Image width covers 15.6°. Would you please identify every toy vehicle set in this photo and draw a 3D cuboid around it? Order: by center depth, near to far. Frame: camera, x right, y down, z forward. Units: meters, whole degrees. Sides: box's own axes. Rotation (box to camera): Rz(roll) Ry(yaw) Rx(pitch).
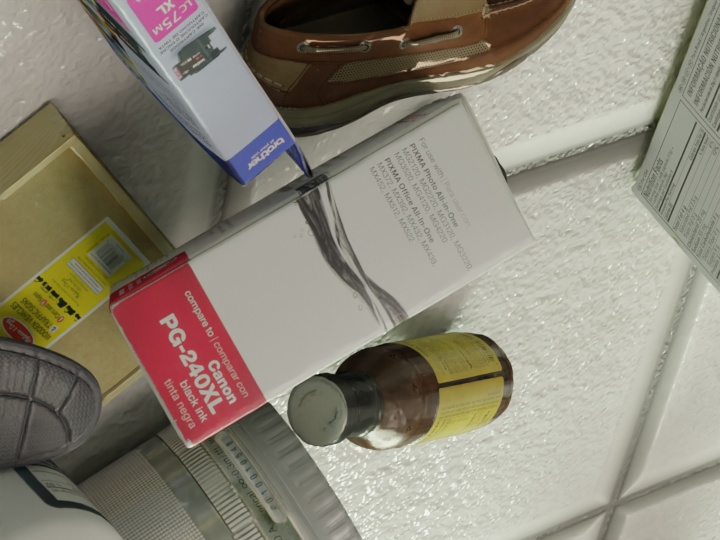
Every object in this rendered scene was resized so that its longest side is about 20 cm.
[{"bbox_3d":[-0.161,0.008,1.370,0.124,0.027,0.200,-38,147,-2],"label":"toy vehicle set"}]

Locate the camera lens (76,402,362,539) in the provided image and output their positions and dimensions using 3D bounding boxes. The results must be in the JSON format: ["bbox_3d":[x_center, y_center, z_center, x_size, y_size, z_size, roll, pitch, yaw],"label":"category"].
[{"bbox_3d":[-0.107,0.182,1.507,0.199,0.160,0.160,-33,146,-10],"label":"camera lens"}]

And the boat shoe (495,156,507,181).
[{"bbox_3d":[0.001,0.002,1.479,0.201,0.074,0.063,-45,144,5],"label":"boat shoe"}]

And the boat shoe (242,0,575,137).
[{"bbox_3d":[0.029,-0.134,1.348,0.199,0.076,0.072,-27,143,-22],"label":"boat shoe"}]

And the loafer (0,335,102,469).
[{"bbox_3d":[-0.227,0.057,1.312,0.199,0.063,0.072,1,110,-33],"label":"loafer"}]

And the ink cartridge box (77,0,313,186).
[{"bbox_3d":[-0.096,-0.115,1.204,0.042,0.119,0.200,-42,148,-3],"label":"ink cartridge box"}]

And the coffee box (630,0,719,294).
[{"bbox_3d":[0.317,-0.079,1.578,0.199,0.198,0.201,-17,143,-31],"label":"coffee box"}]

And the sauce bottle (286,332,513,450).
[{"bbox_3d":[0.023,0.072,1.555,0.065,0.065,0.200,-52,158,20],"label":"sauce bottle"}]

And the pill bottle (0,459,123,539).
[{"bbox_3d":[-0.184,0.158,1.350,0.119,0.200,0.120,-20,128,-28],"label":"pill bottle"}]

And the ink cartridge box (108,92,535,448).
[{"bbox_3d":[-0.021,-0.003,1.316,0.199,0.084,0.145,-30,-176,-3],"label":"ink cartridge box"}]
